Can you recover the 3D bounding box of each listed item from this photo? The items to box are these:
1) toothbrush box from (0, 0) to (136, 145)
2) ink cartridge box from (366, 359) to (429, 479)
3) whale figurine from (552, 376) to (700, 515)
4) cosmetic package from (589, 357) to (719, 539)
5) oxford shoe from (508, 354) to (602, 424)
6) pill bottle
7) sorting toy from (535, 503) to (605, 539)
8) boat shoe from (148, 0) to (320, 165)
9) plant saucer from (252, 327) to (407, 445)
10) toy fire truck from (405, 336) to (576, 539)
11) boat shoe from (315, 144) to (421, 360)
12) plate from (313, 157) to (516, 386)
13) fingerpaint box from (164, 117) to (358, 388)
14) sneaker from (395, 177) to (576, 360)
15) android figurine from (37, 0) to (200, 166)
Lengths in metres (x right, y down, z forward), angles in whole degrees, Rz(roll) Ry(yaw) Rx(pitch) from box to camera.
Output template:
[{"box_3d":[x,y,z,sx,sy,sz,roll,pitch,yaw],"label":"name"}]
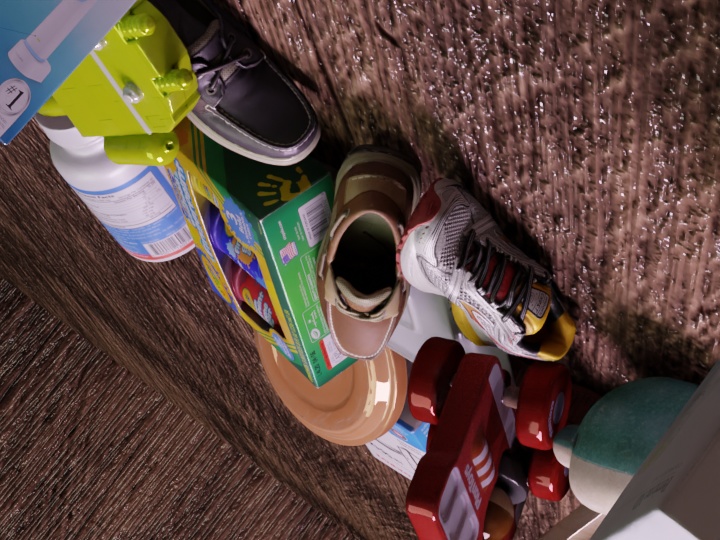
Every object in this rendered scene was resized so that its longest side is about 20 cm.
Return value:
[{"box_3d":[-0.211,-0.202,0.909,0.085,0.200,0.146,24,161,47],"label":"toothbrush box"},{"box_3d":[0.056,0.150,1.553,0.146,0.084,0.200,28,161,35],"label":"ink cartridge box"},{"box_3d":[0.222,0.127,1.097,0.159,0.104,0.200,12,-177,11],"label":"whale figurine"},{"box_3d":[0.223,0.090,0.734,0.123,0.200,0.199,36,165,8],"label":"cosmetic package"},{"box_3d":[0.175,0.130,1.267,0.200,0.071,0.074,36,-179,35],"label":"oxford shoe"},{"box_3d":[-0.218,-0.104,1.399,0.112,0.112,0.200,28,161,34],"label":"pill bottle"},{"box_3d":[0.210,0.277,1.232,0.200,0.199,0.070,24,-145,-36],"label":"sorting toy"},{"box_3d":[-0.112,-0.153,1.078,0.200,0.072,0.065,43,171,5],"label":"boat shoe"},{"box_3d":[-0.037,0.077,1.457,0.200,0.032,0.201,24,126,38],"label":"plant saucer"},{"box_3d":[0.087,0.158,1.144,0.112,0.168,0.200,12,147,23],"label":"toy fire truck"},{"box_3d":[0.000,0.000,1.112,0.075,0.074,0.200,8,136,4],"label":"boat shoe"},{"box_3d":[0.034,0.016,1.234,0.200,0.032,0.200,30,152,37],"label":"plate"},{"box_3d":[-0.078,-0.027,1.235,0.167,0.073,0.200,40,157,39],"label":"fingerpaint box"},{"box_3d":[0.094,0.001,1.056,0.082,0.078,0.200,21,167,38],"label":"sneaker"},{"box_3d":[-0.190,-0.150,1.069,0.200,0.041,0.182,6,137,47],"label":"android figurine"}]
